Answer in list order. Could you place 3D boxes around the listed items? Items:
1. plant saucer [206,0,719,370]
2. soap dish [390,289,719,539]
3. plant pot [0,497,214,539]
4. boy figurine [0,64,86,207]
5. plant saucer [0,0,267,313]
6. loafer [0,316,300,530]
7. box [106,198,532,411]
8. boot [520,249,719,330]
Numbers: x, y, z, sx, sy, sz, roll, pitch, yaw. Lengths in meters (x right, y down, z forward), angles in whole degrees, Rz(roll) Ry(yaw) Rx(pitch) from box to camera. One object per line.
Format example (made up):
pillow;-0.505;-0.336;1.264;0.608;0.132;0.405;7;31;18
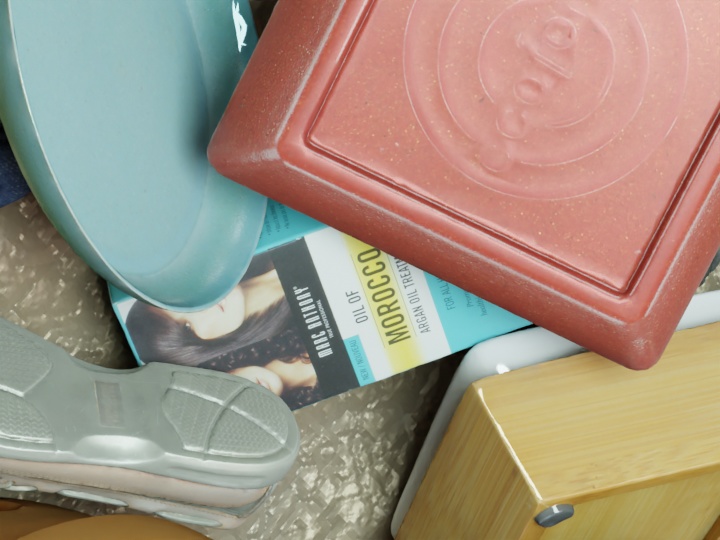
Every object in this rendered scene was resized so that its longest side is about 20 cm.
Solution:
plant saucer;0.070;-0.083;0.992;0.200;0.037;0.200;26;101;-5
soap dish;0.104;0.095;1.155;0.157;0.081;0.200;-11;152;-19
plant pot;-0.131;0.179;1.047;0.200;0.140;0.200;-14;114;-33
boy figurine;-0.199;-0.041;0.968;0.200;0.064;0.124;-17;116;-35
plant saucer;-0.091;-0.081;0.994;0.200;0.027;0.200;-10;90;-67
loafer;-0.126;0.067;1.038;0.200;0.072;0.063;13;131;-16
box;0.000;0.000;1.085;0.200;0.049;0.082;-20;121;0
boot;0.100;-0.035;1.199;0.200;0.070;0.132;43;71;-43
